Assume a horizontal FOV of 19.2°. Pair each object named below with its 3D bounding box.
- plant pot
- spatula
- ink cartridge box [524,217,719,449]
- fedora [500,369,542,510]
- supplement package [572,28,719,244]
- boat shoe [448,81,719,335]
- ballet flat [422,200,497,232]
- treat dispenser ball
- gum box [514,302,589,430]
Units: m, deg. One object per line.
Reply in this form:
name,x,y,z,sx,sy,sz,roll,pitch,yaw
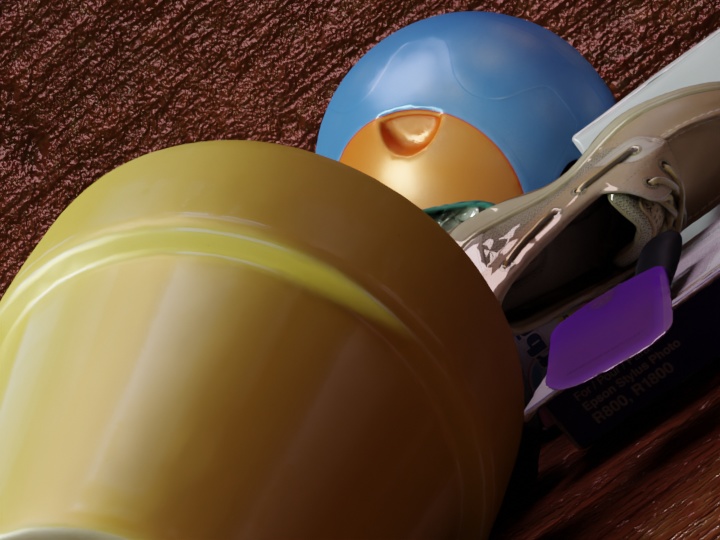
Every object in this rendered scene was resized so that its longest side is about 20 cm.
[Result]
plant pot,-0.056,0.084,0.746,0.201,0.201,0.189,-36,15,30
spatula,0.112,0.010,0.870,0.056,0.021,0.200,-32,1,19
ink cartridge box,0.171,0.003,0.951,0.196,0.043,0.200,-37,2,17
fedora,0.019,0.063,0.956,0.091,0.201,0.201,3,-21,-27
supplement package,0.211,-0.070,1.200,0.117,0.117,0.200,-35,-1,17
boat shoe,0.130,-0.027,1.046,0.200,0.072,0.065,-29,28,-18
ballet flat,0.000,0.000,1.062,0.200,0.068,0.070,-12,-12,-26
treat dispenser ball,0.071,-0.062,1.345,0.201,0.201,0.201,-36,-1,0
gum box,0.089,0.048,1.179,0.113,0.066,0.200,-34,-2,-23
